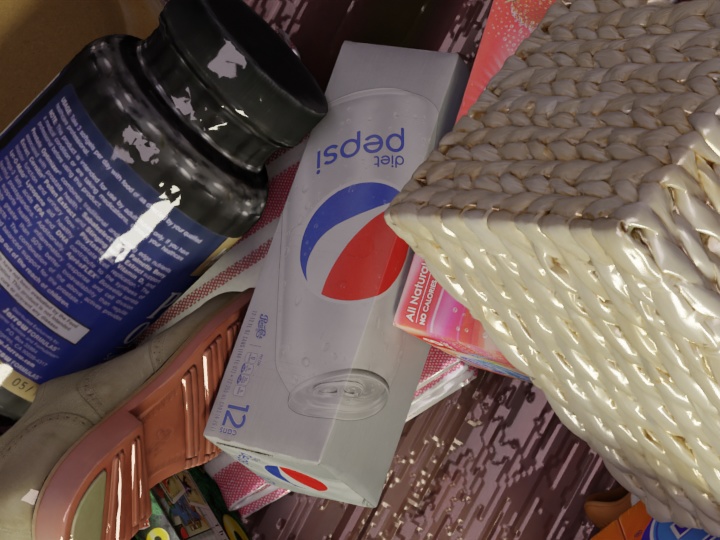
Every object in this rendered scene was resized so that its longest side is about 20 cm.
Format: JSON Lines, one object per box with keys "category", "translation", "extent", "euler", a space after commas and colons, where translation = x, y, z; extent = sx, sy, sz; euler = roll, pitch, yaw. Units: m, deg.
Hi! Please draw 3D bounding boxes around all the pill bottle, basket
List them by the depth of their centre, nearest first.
{"category": "basket", "translation": [0.148, -0.013, 0.773], "extent": [0.161, 0.198, 0.200], "euler": [-47, 110, -15]}
{"category": "pill bottle", "translation": [-0.113, -0.034, 0.944], "extent": [0.200, 0.112, 0.112], "euler": [-43, 81, 14]}

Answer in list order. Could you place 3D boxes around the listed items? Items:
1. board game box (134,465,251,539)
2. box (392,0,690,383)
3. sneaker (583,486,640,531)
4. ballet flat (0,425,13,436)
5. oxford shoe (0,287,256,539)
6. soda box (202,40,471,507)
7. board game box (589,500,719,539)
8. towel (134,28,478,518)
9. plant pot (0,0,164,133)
{"category": "board game box", "translation": [-0.059, 0.160, 0.987], "extent": [0.023, 0.105, 0.201], "euler": [-33, 84, 7]}
{"category": "box", "translation": [0.102, -0.049, 0.932], "extent": [0.102, 0.095, 0.201], "euler": [15, 84, 29]}
{"category": "sneaker", "translation": [0.167, 0.045, 0.952], "extent": [0.084, 0.073, 0.201], "euler": [29, 97, 8]}
{"category": "ballet flat", "translation": [-0.244, 0.108, 1.044], "extent": [0.199, 0.071, 0.070], "euler": [0, 95, 13]}
{"category": "oxford shoe", "translation": [-0.103, 0.056, 0.915], "extent": [0.073, 0.200, 0.071], "euler": [15, 119, 22]}
{"category": "soda box", "translation": [0.000, 0.000, 0.942], "extent": [0.063, 0.068, 0.201], "euler": [10, 71, 29]}
{"category": "board game box", "translation": [0.179, 0.212, 0.856], "extent": [0.200, 0.200, 0.200], "euler": [-38, 104, 10]}
{"category": "towel", "translation": [-0.049, 0.002, 1.026], "extent": [0.146, 0.030, 0.201], "euler": [-32, 81, 10]}
{"category": "plant pot", "translation": [-0.181, -0.080, 0.959], "extent": [0.200, 0.200, 0.028], "euler": [-40, 55, 9]}
